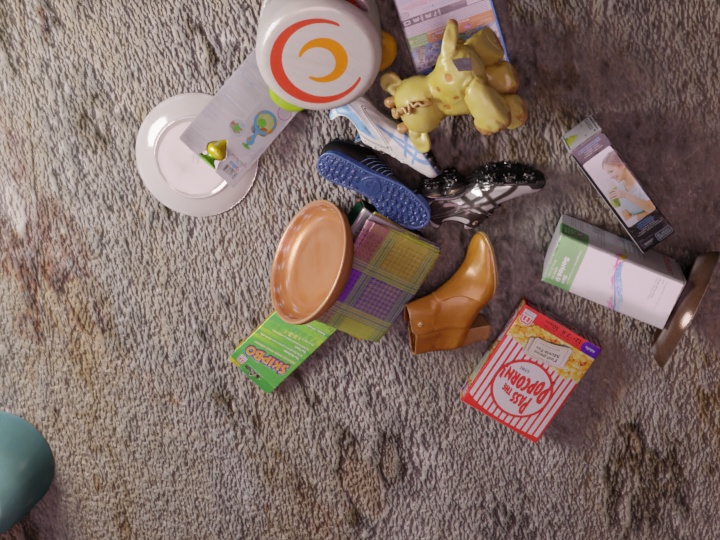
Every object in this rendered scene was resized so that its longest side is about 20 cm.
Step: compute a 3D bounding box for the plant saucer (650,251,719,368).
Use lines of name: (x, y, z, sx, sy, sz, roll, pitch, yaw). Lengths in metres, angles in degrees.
plant saucer: (0.498, 0.055, 1.644, 0.032, 0.200, 0.201, 25, 108, 12)

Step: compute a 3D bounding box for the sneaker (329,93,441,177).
sneaker: (0.040, -0.205, 1.644, 0.200, 0.072, 0.073, 38, 107, -6)

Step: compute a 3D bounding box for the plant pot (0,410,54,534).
plant pot: (-0.645, 0.364, 1.807, 0.199, 0.161, 0.202, 1, 108, 2)

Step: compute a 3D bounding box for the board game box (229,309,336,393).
board game box: (-0.120, 0.109, 1.773, 0.096, 0.030, 0.200, 44, 101, -10)

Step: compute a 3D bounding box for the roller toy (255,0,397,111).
roller toy: (-0.058, -0.344, 1.555, 0.199, 0.140, 0.183, -15, 130, 11)

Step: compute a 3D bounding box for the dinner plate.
dinner plate: (-0.262, -0.181, 1.690, 0.199, 0.024, 0.201, 0, 108, 1)

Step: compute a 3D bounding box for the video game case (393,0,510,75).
video game case: (0.138, -0.369, 1.616, 0.142, 0.018, 0.201, -17, 106, 7)

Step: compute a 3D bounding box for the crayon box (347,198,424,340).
crayon box: (0.000, 0.000, 1.708, 0.127, 0.051, 0.200, 28, 106, -20)

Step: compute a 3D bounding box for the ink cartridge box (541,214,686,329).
ink cartridge box: (0.388, 0.000, 1.638, 0.199, 0.145, 0.088, 21, 107, 5)

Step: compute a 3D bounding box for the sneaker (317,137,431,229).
sneaker: (0.028, -0.142, 1.656, 0.199, 0.078, 0.070, 32, 125, -7)

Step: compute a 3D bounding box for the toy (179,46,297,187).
toy: (-0.179, -0.242, 1.642, 0.115, 0.047, 0.200, 42, 79, -23)

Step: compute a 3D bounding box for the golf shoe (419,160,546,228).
golf shoe: (0.194, -0.116, 1.670, 0.199, 0.078, 0.095, -5, 118, 11)

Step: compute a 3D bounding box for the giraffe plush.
giraffe plush: (0.126, -0.258, 1.569, 0.162, 0.199, 0.174, -25, 71, 34)

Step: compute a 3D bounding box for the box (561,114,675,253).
box: (0.394, -0.135, 1.628, 0.060, 0.117, 0.200, -35, 104, 15)

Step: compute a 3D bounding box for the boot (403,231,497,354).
boot: (0.140, 0.041, 1.699, 0.143, 0.071, 0.202, -8, 116, -17)

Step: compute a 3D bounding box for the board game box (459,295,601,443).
board game box: (0.281, 0.166, 1.762, 0.151, 0.046, 0.201, 29, 107, -6)

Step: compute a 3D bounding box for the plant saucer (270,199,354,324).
plant saucer: (-0.072, -0.010, 1.659, 0.037, 0.200, 0.201, 18, 110, -34)

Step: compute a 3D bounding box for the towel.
towel: (0.025, 0.015, 1.673, 0.143, 0.023, 0.201, 23, 110, -26)
